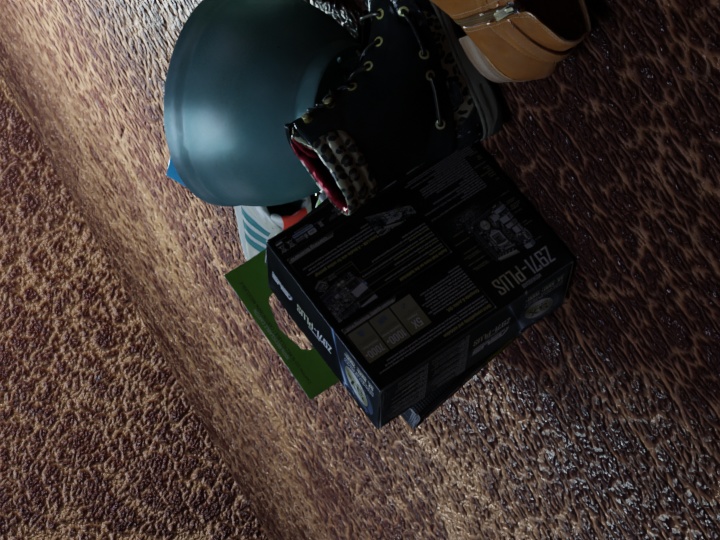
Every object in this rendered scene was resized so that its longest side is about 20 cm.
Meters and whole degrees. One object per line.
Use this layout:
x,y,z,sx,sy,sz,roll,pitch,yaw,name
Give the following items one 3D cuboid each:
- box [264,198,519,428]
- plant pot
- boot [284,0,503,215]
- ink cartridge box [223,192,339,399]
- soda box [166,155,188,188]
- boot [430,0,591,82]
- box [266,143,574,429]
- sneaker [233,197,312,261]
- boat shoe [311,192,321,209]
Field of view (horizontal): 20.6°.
0.040,0.010,1.717,0.200,0.160,0.044,48,164,10,box
-0.060,-0.147,1.748,0.134,0.201,0.201,11,139,33,plant pot
0.001,-0.159,1.533,0.204,0.153,0.073,58,166,-4,boot
0.000,0.000,1.785,0.148,0.200,0.076,54,165,8,ink cartridge box
-0.122,-0.173,1.865,0.068,0.064,0.201,29,109,53,soda box
0.075,-0.217,1.342,0.200,0.074,0.155,46,168,-7,boot
0.048,0.002,1.632,0.164,0.200,0.086,51,163,20,box
-0.078,-0.042,1.946,0.093,0.070,0.201,42,153,59,sneaker
-0.038,-0.080,2.007,0.072,0.068,0.200,58,166,-5,boat shoe
